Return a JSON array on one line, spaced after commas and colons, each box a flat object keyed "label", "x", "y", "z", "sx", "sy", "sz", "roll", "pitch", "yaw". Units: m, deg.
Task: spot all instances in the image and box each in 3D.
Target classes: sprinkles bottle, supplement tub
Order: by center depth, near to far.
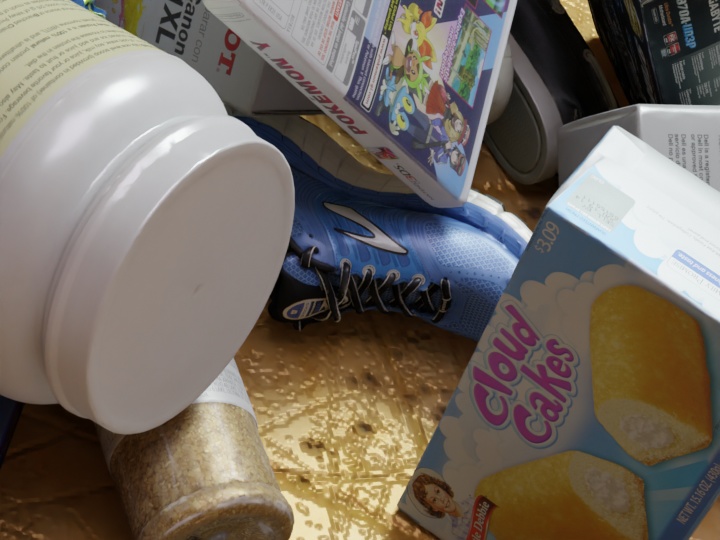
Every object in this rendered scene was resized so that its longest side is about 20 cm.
[{"label": "supplement tub", "x": -0.140, "y": -0.038, "z": 0.802, "sx": 0.199, "sy": 0.146, "sz": 0.145, "roll": 29, "pitch": 44, "yaw": 23}, {"label": "sprinkles bottle", "x": -0.089, "y": 0.036, "z": 0.876, "sx": 0.068, "sy": 0.068, "sz": 0.201, "roll": -5, "pitch": 52, "yaw": -25}]

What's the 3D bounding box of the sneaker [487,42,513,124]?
[{"label": "sneaker", "x": -0.017, "y": -0.135, "z": 1.051, "sx": 0.111, "sy": 0.077, "sz": 0.200, "roll": -15, "pitch": 52, "yaw": -38}]

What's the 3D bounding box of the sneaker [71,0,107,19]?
[{"label": "sneaker", "x": -0.142, "y": -0.113, "z": 0.941, "sx": 0.105, "sy": 0.201, "sz": 0.076, "roll": 31, "pitch": 5, "yaw": -15}]

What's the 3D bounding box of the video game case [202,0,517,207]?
[{"label": "video game case", "x": 0.016, "y": -0.156, "z": 0.890, "sx": 0.023, "sy": 0.182, "sz": 0.201, "roll": 0, "pitch": 65, "yaw": 36}]

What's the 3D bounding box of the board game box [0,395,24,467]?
[{"label": "board game box", "x": -0.216, "y": 0.090, "z": 0.794, "sx": 0.133, "sy": 0.045, "sz": 0.201, "roll": 18, "pitch": 45, "yaw": -5}]

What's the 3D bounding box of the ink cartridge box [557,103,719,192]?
[{"label": "ink cartridge box", "x": 0.199, "y": 0.000, "z": 0.967, "sx": 0.198, "sy": 0.083, "sz": 0.148, "roll": 0, "pitch": 87, "yaw": -22}]

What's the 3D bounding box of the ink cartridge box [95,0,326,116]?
[{"label": "ink cartridge box", "x": -0.080, "y": -0.177, "z": 0.973, "sx": 0.199, "sy": 0.147, "sz": 0.083, "roll": 28, "pitch": 20, "yaw": 30}]

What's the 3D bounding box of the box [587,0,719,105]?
[{"label": "box", "x": 0.148, "y": -0.134, "z": 1.041, "sx": 0.046, "sy": 0.200, "sz": 0.160, "roll": -22, "pitch": 53, "yaw": 3}]

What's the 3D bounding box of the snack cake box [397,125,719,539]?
[{"label": "snack cake box", "x": 0.102, "y": 0.054, "z": 0.841, "sx": 0.115, "sy": 0.201, "sz": 0.067, "roll": 33, "pitch": 46, "yaw": 11}]

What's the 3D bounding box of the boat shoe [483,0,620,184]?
[{"label": "boat shoe", "x": 0.074, "y": -0.133, "z": 1.096, "sx": 0.060, "sy": 0.076, "sz": 0.201, "roll": -12, "pitch": 66, "yaw": -29}]

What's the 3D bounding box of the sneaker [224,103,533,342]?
[{"label": "sneaker", "x": 0.000, "y": 0.000, "z": 0.950, "sx": 0.199, "sy": 0.079, "sz": 0.089, "roll": 23, "pitch": 52, "yaw": 11}]
